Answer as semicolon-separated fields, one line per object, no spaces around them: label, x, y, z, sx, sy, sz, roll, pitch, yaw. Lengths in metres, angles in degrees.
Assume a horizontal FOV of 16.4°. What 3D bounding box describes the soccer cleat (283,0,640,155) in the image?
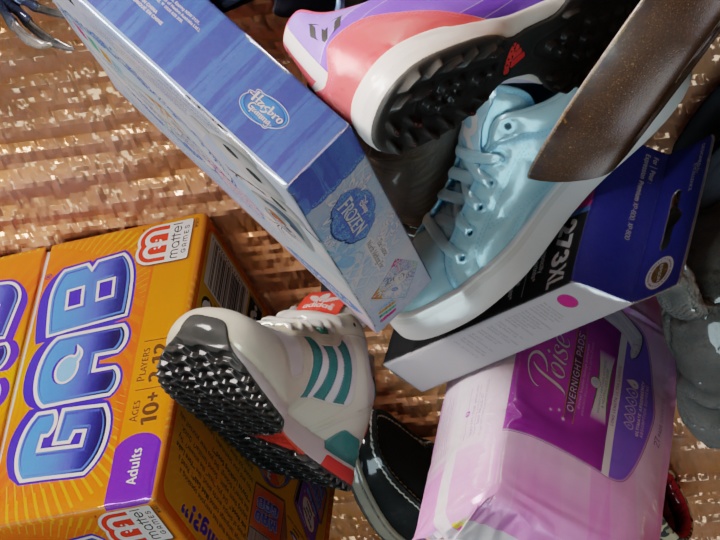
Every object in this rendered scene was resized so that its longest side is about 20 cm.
soccer cleat;0.055;-0.112;1.102;0.073;0.200;0.068;40;134;26

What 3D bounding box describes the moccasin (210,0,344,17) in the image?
moccasin;-0.023;-0.151;1.146;0.200;0.080;0.068;2;123;54

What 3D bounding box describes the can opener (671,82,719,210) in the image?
can opener;0.209;-0.093;1.223;0.078;0.064;0.200;21;136;-17

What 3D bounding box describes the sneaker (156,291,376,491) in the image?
sneaker;-0.042;0.043;1.305;0.070;0.094;0.200;12;161;25

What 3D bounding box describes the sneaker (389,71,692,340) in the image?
sneaker;0.069;-0.058;1.238;0.200;0.074;0.082;-48;118;1

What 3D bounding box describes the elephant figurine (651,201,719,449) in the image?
elephant figurine;0.259;0.013;1.294;0.199;0.155;0.142;-5;120;11

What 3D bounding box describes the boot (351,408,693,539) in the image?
boot;0.093;0.125;1.483;0.153;0.074;0.204;-20;137;23

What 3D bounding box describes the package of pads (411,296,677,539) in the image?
package of pads;0.104;0.083;1.334;0.120;0.200;0.076;31;138;-21

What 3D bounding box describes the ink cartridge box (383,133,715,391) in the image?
ink cartridge box;0.094;-0.008;1.280;0.037;0.095;0.200;36;144;-26

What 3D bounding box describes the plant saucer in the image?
plant saucer;0.144;-0.113;1.106;0.032;0.200;0.200;37;136;4

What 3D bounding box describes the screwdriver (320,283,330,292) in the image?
screwdriver;0.000;0.000;1.309;0.029;0.028;0.200;-20;176;-7

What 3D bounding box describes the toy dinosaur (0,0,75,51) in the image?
toy dinosaur;-0.202;-0.153;1.226;0.105;0.201;0.181;-16;177;-35

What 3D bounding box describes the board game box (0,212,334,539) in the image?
board game box;-0.146;0.123;1.408;0.199;0.200;0.200;-12;135;20

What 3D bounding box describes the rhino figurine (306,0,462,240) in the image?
rhino figurine;0.013;-0.077;1.266;0.087;0.060;0.200;4;143;9

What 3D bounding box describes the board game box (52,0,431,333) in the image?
board game box;-0.065;-0.077;1.151;0.043;0.200;0.199;-45;159;-6
